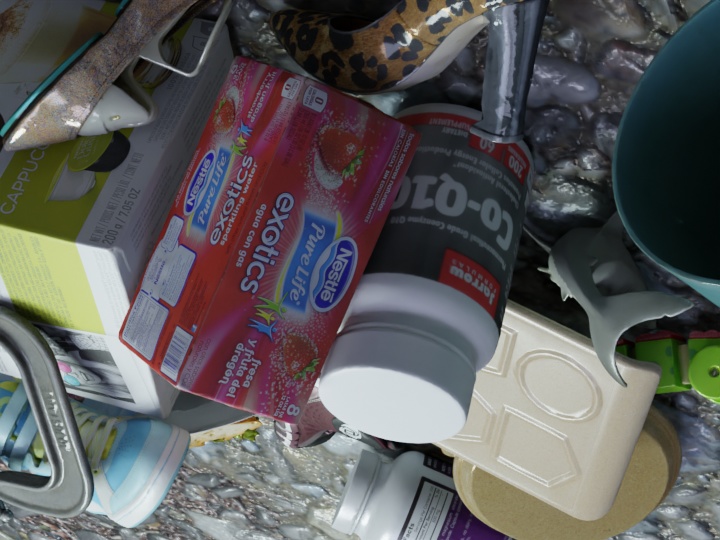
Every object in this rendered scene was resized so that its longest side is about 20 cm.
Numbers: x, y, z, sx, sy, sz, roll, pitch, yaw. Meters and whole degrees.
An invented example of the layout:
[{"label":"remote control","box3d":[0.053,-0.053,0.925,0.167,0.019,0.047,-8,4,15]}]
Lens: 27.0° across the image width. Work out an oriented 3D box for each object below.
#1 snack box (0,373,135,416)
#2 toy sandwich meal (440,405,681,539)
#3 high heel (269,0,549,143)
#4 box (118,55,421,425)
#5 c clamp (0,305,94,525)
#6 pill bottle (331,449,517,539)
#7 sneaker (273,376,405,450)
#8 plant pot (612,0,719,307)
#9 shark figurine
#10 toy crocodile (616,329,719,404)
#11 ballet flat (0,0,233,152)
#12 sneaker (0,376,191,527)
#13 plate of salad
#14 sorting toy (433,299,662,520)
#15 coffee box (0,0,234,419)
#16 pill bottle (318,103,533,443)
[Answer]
[{"label":"snack box","box3d":[-0.265,0.066,1.281,0.199,0.169,0.068,-1,135,29]},{"label":"toy sandwich meal","box3d":[0.160,0.144,1.223,0.204,0.070,0.206,0,130,0]},{"label":"high heel","box3d":[0.028,-0.174,0.908,0.199,0.071,0.143,24,121,30]},{"label":"box","box3d":[-0.058,-0.020,0.930,0.095,0.201,0.100,21,-177,-34]},{"label":"c clamp","box3d":[-0.264,0.106,1.057,0.170,0.027,0.201,12,124,28]},{"label":"pill bottle","box3d":[0.079,0.237,1.373,0.199,0.113,0.113,23,146,0]},{"label":"sneaker","box3d":[-0.011,0.127,1.262,0.115,0.076,0.200,27,165,15]},{"label":"plant pot","box3d":[0.263,-0.045,0.814,0.200,0.202,0.161,-10,146,39]},{"label":"shark figurine","box3d":[0.165,-0.011,0.991,0.089,0.214,0.128,-44,86,12]},{"label":"toy crocodile","box3d":[0.227,0.069,1.098,0.199,0.062,0.067,-6,169,25]},{"label":"ballet flat","box3d":[-0.138,-0.132,0.930,0.067,0.200,0.068,43,-173,-6]},{"label":"sneaker","box3d":[-0.210,0.124,1.090,0.130,0.080,0.200,34,155,-20]},{"label":"plate of salad","box3d":[-0.160,0.127,1.305,0.199,0.200,0.048,-3,102,33]},{"label":"sorting toy","box3d":[0.109,0.087,1.102,0.199,0.037,0.186,22,139,13]},{"label":"coffee box","box3d":[-0.202,-0.052,1.056,0.196,0.200,0.201,13,146,14]},{"label":"pill bottle","box3d":[0.043,0.002,0.979,0.113,0.201,0.114,11,149,7]}]
